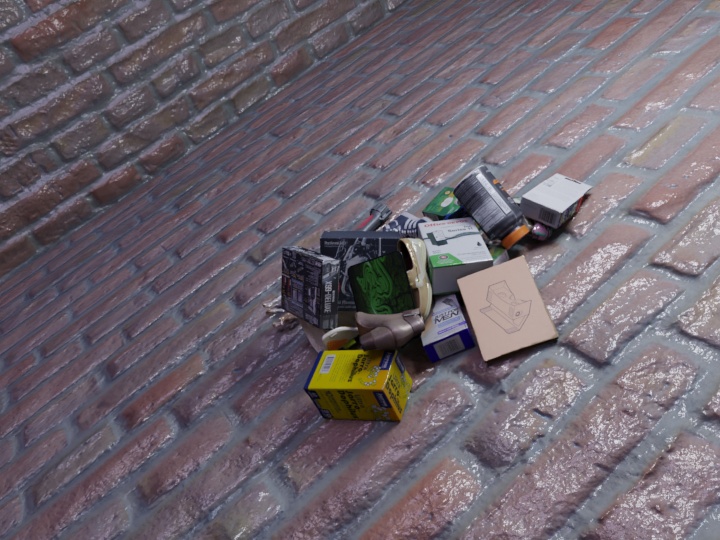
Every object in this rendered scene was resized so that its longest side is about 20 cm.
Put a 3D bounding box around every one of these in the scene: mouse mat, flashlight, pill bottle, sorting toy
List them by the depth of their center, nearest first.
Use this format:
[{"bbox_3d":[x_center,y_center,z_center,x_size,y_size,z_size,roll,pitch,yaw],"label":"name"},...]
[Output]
[{"bbox_3d":[0.052,0.070,1.389,0.159,0.203,0.007,-18,-8,34],"label":"mouse mat"},{"bbox_3d":[0.326,-0.150,1.488,0.106,0.201,0.106,-36,-9,-7],"label":"pill bottle"},{"bbox_3d":[-0.040,0.133,1.509,0.178,0.108,0.200,-26,25,-16],"label":"sorting toy"},{"bbox_3d":[0.009,-0.130,1.837,0.200,0.068,0.068,-48,9,-28],"label":"flashlight"}]

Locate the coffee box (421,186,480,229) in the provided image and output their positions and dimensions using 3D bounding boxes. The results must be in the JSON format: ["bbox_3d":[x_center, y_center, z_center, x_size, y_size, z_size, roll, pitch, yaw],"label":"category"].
[{"bbox_3d":[0.283,-0.175,1.715,0.199,0.044,0.123,17,55,47],"label":"coffee box"}]

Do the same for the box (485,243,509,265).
[{"bbox_3d":[0.257,-0.021,1.543,0.144,0.037,0.199,-43,38,-21],"label":"box"}]

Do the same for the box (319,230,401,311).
[{"bbox_3d":[0.000,0.000,1.494,0.196,0.185,0.104,0,12,1],"label":"box"}]

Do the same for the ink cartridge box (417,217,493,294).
[{"bbox_3d":[0.223,-0.039,1.455,0.144,0.084,0.201,-7,34,-3],"label":"ink cartridge box"}]

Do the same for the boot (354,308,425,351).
[{"bbox_3d":[0.065,0.118,1.324,0.144,0.071,0.200,-20,19,1],"label":"boot"}]

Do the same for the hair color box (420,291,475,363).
[{"bbox_3d":[0.184,0.108,1.404,0.108,0.065,0.201,-24,33,9],"label":"hair color box"}]

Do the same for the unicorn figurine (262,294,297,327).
[{"bbox_3d":[-0.208,0.086,1.716,0.136,0.074,0.201,-25,47,-13],"label":"unicorn figurine"}]

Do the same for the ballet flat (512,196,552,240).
[{"bbox_3d":[0.412,-0.141,1.549,0.070,0.070,0.201,-66,28,25],"label":"ballet flat"}]

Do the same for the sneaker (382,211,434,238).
[{"bbox_3d":[0.137,-0.103,1.702,0.108,0.071,0.200,-33,27,-15],"label":"sneaker"}]

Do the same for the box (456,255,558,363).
[{"bbox_3d":[0.314,0.081,1.309,0.161,0.021,0.202,-20,60,10],"label":"box"}]

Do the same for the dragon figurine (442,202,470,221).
[{"bbox_3d":[0.258,-0.134,1.573,0.199,0.059,0.100,-31,12,21],"label":"dragon figurine"}]

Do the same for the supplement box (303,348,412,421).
[{"bbox_3d":[-0.004,0.248,1.314,0.197,0.110,0.110,-6,40,29],"label":"supplement box"}]

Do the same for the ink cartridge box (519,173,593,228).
[{"bbox_3d":[0.494,-0.179,1.526,0.108,0.051,0.199,29,41,30],"label":"ink cartridge box"}]

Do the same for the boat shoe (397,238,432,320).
[{"bbox_3d":[0.116,0.019,1.392,0.074,0.066,0.203,-41,47,51],"label":"boat shoe"}]

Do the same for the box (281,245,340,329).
[{"bbox_3d":[-0.124,0.036,1.443,0.049,0.160,0.199,-5,13,-34],"label":"box"}]
